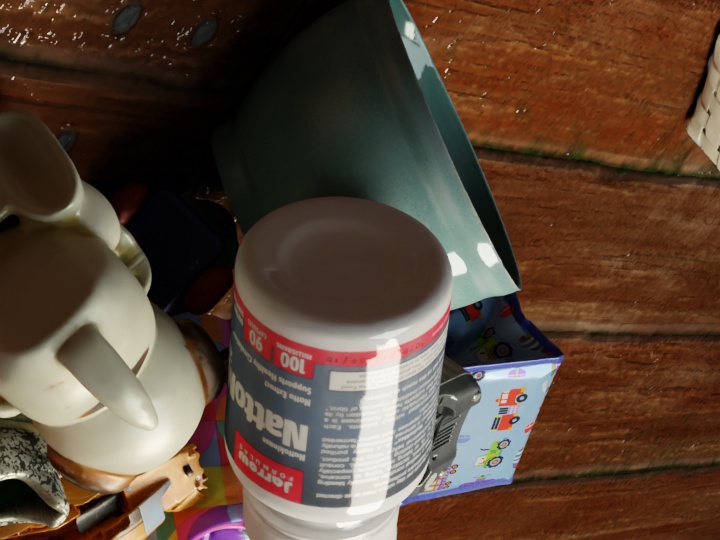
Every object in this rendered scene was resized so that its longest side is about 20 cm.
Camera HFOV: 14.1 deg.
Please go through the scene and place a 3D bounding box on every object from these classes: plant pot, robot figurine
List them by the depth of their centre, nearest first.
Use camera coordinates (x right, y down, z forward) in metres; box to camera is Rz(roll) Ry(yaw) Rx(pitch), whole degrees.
[{"bbox_3d":[-0.195,0.146,1.687,0.200,0.145,0.058,-31,126,-21],"label":"robot figurine"},{"bbox_3d":[-0.005,-0.055,1.716,0.134,0.200,0.200,-23,159,7],"label":"plant pot"}]

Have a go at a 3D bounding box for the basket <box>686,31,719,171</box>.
[{"bbox_3d":[0.368,-0.146,2.304,0.200,0.139,0.176,-27,149,-25],"label":"basket"}]

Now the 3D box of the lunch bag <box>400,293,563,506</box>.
[{"bbox_3d":[0.029,0.104,2.165,0.200,0.094,0.151,-15,144,-29],"label":"lunch bag"}]

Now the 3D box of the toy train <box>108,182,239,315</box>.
[{"bbox_3d":[-0.152,0.036,1.717,0.200,0.085,0.116,-47,176,12],"label":"toy train"}]

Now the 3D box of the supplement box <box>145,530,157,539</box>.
[{"bbox_3d":[-0.191,0.189,1.839,0.101,0.103,0.200,-51,159,7],"label":"supplement box"}]

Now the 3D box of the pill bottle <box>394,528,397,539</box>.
[{"bbox_3d":[-0.036,0.205,2.102,0.116,0.116,0.200,-34,151,-33],"label":"pill bottle"}]

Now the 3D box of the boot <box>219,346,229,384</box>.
[{"bbox_3d":[-0.021,0.077,1.766,0.075,0.097,0.200,-17,177,26],"label":"boot"}]

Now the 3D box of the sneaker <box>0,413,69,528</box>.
[{"bbox_3d":[-0.246,0.118,1.593,0.200,0.089,0.077,-8,130,-27],"label":"sneaker"}]

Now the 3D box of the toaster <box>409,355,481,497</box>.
[{"bbox_3d":[-0.025,0.102,1.974,0.200,0.129,0.114,-29,150,-42],"label":"toaster"}]

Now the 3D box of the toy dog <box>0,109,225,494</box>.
[{"bbox_3d":[-0.147,0.034,1.566,0.140,0.194,0.200,-54,151,-12],"label":"toy dog"}]

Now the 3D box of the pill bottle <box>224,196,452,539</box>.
[{"bbox_3d":[-0.016,0.070,1.630,0.120,0.120,0.200,-32,142,-37],"label":"pill bottle"}]

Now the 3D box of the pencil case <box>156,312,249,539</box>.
[{"bbox_3d":[-0.087,0.114,1.786,0.088,0.200,0.088,-7,134,-8],"label":"pencil case"}]
